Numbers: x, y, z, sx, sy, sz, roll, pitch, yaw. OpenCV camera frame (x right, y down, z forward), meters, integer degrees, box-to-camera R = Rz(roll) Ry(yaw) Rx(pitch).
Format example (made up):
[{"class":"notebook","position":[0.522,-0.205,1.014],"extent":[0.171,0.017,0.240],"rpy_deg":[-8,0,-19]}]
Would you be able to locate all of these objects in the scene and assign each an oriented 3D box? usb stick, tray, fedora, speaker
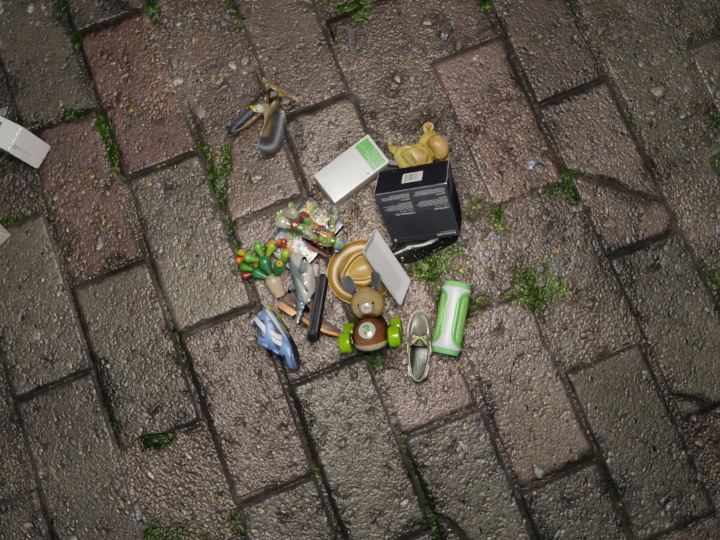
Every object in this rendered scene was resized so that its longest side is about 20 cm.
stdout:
[{"class":"usb stick","position":[-0.116,0.101,1.420],"extent":[0.032,0.056,0.201],"rpy_deg":[4,54,5]},{"class":"tray","position":[0.069,-0.007,1.433],"extent":[0.200,0.022,0.108],"rpy_deg":[54,42,-25]},{"class":"fedora","position":[0.000,0.000,1.468],"extent":[0.199,0.082,0.202],"rpy_deg":[0,82,1]},{"class":"speaker","position":[0.255,0.134,1.447],"extent":[0.088,0.088,0.201],"rpy_deg":[11,83,2]}]

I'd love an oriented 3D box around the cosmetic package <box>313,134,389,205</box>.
[{"class":"cosmetic package","position":[-0.026,-0.285,1.506],"extent":[0.200,0.085,0.108],"rpy_deg":[-39,86,-5]}]

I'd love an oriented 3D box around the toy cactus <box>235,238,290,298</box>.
[{"class":"toy cactus","position":[-0.260,-0.001,1.448],"extent":[0.199,0.102,0.166],"rpy_deg":[-18,100,25]}]

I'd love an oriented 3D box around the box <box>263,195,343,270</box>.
[{"class":"box","position":[-0.165,-0.098,1.506],"extent":[0.136,0.038,0.200],"rpy_deg":[40,85,5]}]

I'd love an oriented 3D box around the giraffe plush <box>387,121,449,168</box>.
[{"class":"giraffe plush","position":[0.189,-0.332,1.494],"extent":[0.162,0.173,0.200],"rpy_deg":[-36,49,-14]}]

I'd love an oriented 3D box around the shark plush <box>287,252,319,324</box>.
[{"class":"shark plush","position":[-0.166,0.048,1.445],"extent":[0.083,0.091,0.201],"rpy_deg":[-3,90,21]}]

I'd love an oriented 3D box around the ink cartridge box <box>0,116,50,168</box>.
[{"class":"ink cartridge box","position":[-1.040,-0.394,1.500],"extent":[0.199,0.146,0.083],"rpy_deg":[26,81,3]}]

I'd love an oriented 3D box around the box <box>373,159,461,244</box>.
[{"class":"box","position":[0.159,-0.182,1.405],"extent":[0.199,0.183,0.104],"rpy_deg":[-6,44,20]}]

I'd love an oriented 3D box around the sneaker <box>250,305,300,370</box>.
[{"class":"sneaker","position":[-0.237,0.199,1.453],"extent":[0.082,0.074,0.201],"rpy_deg":[-32,76,-2]}]

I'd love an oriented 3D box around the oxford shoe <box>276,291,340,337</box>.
[{"class":"oxford shoe","position":[-0.136,0.122,1.462],"extent":[0.199,0.071,0.073],"rpy_deg":[29,79,5]}]

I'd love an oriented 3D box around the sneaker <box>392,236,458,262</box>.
[{"class":"sneaker","position":[0.177,-0.092,1.497],"extent":[0.199,0.076,0.088],"rpy_deg":[-22,59,1]}]

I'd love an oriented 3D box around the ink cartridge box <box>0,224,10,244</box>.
[{"class":"ink cartridge box","position":[-1.151,-0.125,1.496],"extent":[0.200,0.083,0.147],"rpy_deg":[44,85,6]}]

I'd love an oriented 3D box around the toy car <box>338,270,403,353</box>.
[{"class":"toy car","position":[0.018,0.104,1.397],"extent":[0.163,0.158,0.201],"rpy_deg":[-8,101,9]}]

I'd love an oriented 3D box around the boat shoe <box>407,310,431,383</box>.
[{"class":"boat shoe","position":[0.166,0.213,1.450],"extent":[0.072,0.060,0.203],"rpy_deg":[4,83,1]}]

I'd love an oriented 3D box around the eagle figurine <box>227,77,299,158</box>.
[{"class":"eagle figurine","position":[-0.287,-0.456,1.527],"extent":[0.201,0.150,0.152],"rpy_deg":[-61,41,22]}]

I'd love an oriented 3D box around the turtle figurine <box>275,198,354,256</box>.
[{"class":"turtle figurine","position":[-0.124,-0.144,1.412],"extent":[0.193,0.200,0.145],"rpy_deg":[21,68,11]}]
